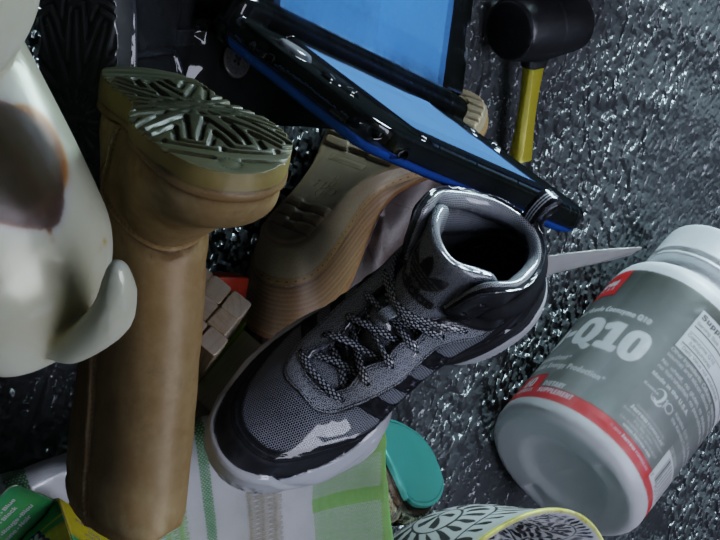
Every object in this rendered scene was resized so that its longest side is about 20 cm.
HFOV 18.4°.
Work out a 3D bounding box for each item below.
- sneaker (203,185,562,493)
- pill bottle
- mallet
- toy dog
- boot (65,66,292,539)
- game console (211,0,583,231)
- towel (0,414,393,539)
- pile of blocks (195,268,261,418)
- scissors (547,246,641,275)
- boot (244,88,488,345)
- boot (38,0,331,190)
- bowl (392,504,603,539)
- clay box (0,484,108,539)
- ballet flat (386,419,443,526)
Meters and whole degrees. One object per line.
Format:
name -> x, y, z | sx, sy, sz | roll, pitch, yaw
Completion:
sneaker -> 0.012, 0.024, 1.049 | 0.200, 0.076, 0.114 | -32, 163, -22
pill bottle -> 0.187, 0.067, 1.461 | 0.200, 0.114, 0.114 | -47, 137, -30
mallet -> 0.105, -0.077, 1.365 | 0.066, 0.041, 0.201 | -24, 127, -41
toy dog -> -0.176, -0.062, 0.886 | 0.139, 0.194, 0.201 | -24, 124, -30
boot -> -0.082, 0.026, 0.961 | 0.066, 0.175, 0.201 | 3, 105, -16
game console -> 0.032, -0.124, 1.100 | 0.200, 0.171, 0.119 | 18, 107, -53
towel -> -0.079, 0.135, 1.119 | 0.199, 0.031, 0.150 | -14, 131, -11
pile of blocks -> -0.078, 0.050, 1.147 | 0.062, 0.082, 0.200 | -50, 153, -28
scissors -> 0.101, -0.005, 1.368 | 0.200, 0.014, 0.073 | -23, 124, -28
boot -> 0.000, 0.000, 1.254 | 0.200, 0.072, 0.167 | -41, 146, -38
boot -> -0.075, -0.079, 1.114 | 0.200, 0.065, 0.165 | -12, 116, -54
bowl -> 0.042, 0.206, 1.259 | 0.200, 0.094, 0.201 | -27, 131, -36
clay box -> -0.130, 0.190, 1.092 | 0.115, 0.048, 0.200 | -45, 130, 12
ballet flat -> -0.003, 0.122, 1.263 | 0.068, 0.075, 0.200 | 64, 7, 6
